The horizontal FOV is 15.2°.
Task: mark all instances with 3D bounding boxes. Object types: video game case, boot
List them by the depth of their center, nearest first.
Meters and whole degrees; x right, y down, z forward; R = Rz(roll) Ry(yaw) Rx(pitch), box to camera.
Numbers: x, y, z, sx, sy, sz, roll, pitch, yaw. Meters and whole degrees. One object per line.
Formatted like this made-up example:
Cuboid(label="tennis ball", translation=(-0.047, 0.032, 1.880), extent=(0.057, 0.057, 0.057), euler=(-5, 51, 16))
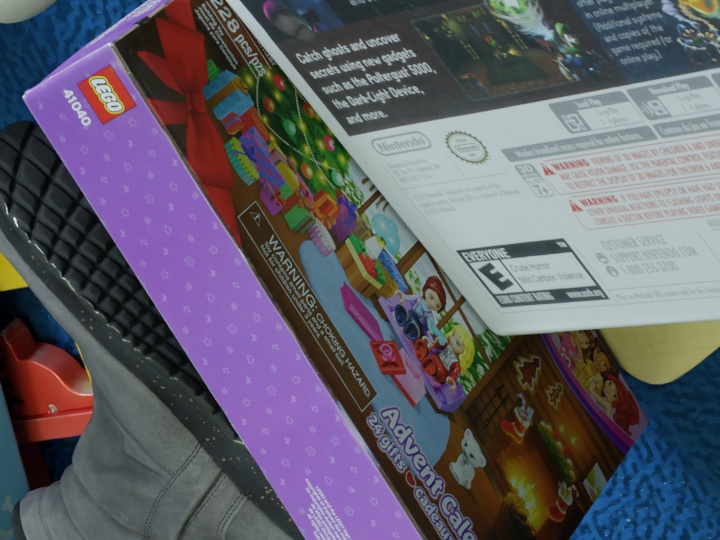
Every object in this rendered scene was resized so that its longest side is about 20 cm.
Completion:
Cuboid(label="video game case", translation=(0.046, -0.058, 0.688), extent=(0.182, 0.023, 0.200), euler=(50, 153, -20))
Cuboid(label="boot", translation=(-0.084, 0.056, 0.919), extent=(0.200, 0.070, 0.132), euler=(48, 128, -3))

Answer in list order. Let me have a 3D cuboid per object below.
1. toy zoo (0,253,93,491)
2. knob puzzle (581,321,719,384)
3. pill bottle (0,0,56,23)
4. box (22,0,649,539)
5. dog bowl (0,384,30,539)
Cuboid(label="toy zoo", translation=(-0.078, 0.050, 0.964), extent=(0.131, 0.020, 0.200), euler=(-10, 113, 27))
Cuboid(label="knob puzzle", translation=(0.072, -0.060, 0.834), extent=(0.219, 0.030, 0.220), euler=(8, 115, 18))
Cuboid(label="pill bottle", translation=(-0.059, -0.160, 0.786), extent=(0.200, 0.113, 0.113), euler=(-34, 101, 33))
Cuboid(label="box", translation=(0.000, 0.000, 0.791), extent=(0.039, 0.137, 0.200), euler=(-25, 102, 34))
Cuboid(label="dog bowl", translation=(-0.172, 0.058, 0.973), extent=(0.111, 0.050, 0.200), euler=(12, 125, 40))
